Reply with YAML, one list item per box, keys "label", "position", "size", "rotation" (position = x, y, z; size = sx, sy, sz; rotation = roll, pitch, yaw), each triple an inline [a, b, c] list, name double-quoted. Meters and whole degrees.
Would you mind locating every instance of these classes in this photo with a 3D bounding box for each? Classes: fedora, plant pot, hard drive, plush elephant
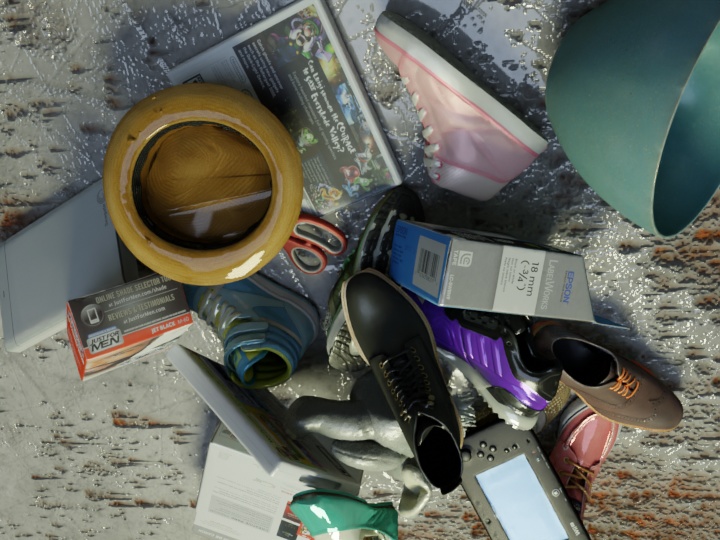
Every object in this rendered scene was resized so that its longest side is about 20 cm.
- label: "fedora"
  position: [-0.149, -0.086, 0.711]
  size: [0.195, 0.082, 0.207]
  rotation: [1, 102, 3]
- label: "plant pot"
  position: [0.234, -0.148, 0.596]
  size: [0.134, 0.198, 0.205]
  rotation: [31, 129, 36]
- label: "hard drive"
  position: [-0.338, -0.005, 0.819]
  size: [0.197, 0.027, 0.135]
  rotation: [-24, 69, 23]
- label: "plush elephant"
  position: [0.036, 0.177, 0.816]
  size: [0.195, 0.166, 0.157]
  rotation: [13, 137, 18]

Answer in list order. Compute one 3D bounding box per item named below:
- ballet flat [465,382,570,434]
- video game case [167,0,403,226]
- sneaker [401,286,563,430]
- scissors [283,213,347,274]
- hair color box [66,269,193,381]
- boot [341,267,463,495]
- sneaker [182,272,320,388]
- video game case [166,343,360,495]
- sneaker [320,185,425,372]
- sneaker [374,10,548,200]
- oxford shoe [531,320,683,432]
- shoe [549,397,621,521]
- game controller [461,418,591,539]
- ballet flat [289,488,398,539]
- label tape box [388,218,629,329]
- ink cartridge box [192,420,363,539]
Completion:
- label: "ballet flat"
  position: [0.165, 0.192, 0.854]
  size: [0.199, 0.066, 0.071]
  rotation: [-38, 107, 26]
- label: "video game case"
  position: [-0.075, -0.148, 0.735]
  size: [0.178, 0.024, 0.203]
  rotation: [-19, 113, 21]
- label: "sneaker"
  position: [0.131, 0.063, 0.759]
  size: [0.199, 0.069, 0.101]
  rotation: [41, 123, 15]
- label: "scissors"
  position: [-0.108, -0.056, 0.768]
  size: [0.197, 0.014, 0.073]
  rotation: [28, 129, -15]
- label: "hair color box"
  position: [-0.254, 0.063, 0.777]
  size: [0.065, 0.109, 0.200]
  rotation: [68, 155, 6]
- label: "boot"
  position: [0.043, 0.092, 0.657]
  size: [0.076, 0.138, 0.203]
  rotation: [-32, 90, 4]
- label: "sneaker"
  position: [-0.147, 0.057, 0.801]
  size: [0.196, 0.132, 0.081]
  rotation: [22, 123, -2]
- label: "video game case"
  position: [-0.105, 0.168, 0.795]
  size: [0.022, 0.199, 0.182]
  rotation: [-50, 146, -2]
- label: "sneaker"
  position: [0.000, 0.000, 0.773]
  size: [0.076, 0.088, 0.204]
  rotation: [17, 100, -36]
- label: "sneaker"
  position: [0.073, -0.142, 0.676]
  size: [0.198, 0.076, 0.105]
  rotation: [36, 115, -15]
- label: "oxford shoe"
  position: [0.271, 0.123, 0.778]
  size: [0.196, 0.073, 0.073]
  rotation: [26, 89, -5]
- label: "shoe"
  position: [0.254, 0.244, 0.851]
  size: [0.070, 0.092, 0.204]
  rotation: [19, 121, -1]
- label: "game controller"
  position: [0.181, 0.261, 0.809]
  size: [0.103, 0.042, 0.203]
  rotation: [-26, 97, 25]
- label: "ballet flat"
  position: [-0.008, 0.282, 0.780]
  size: [0.066, 0.072, 0.199]
  rotation: [-18, 152, 22]
- label: "label tape box"
  position: [0.142, 0.000, 0.693]
  size: [0.195, 0.144, 0.065]
  rotation: [7, 98, -18]
- label: "ink cartridge box"
  position: [-0.110, 0.293, 0.954]
  size: [0.195, 0.084, 0.179]
  rotation: [20, 121, 0]
